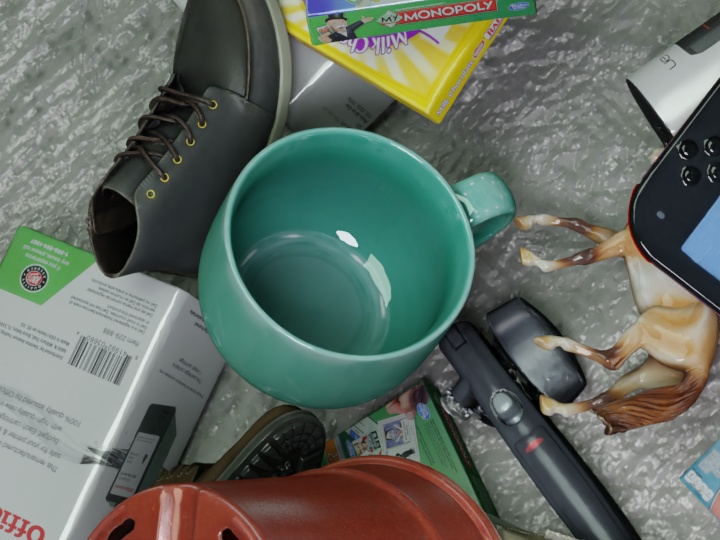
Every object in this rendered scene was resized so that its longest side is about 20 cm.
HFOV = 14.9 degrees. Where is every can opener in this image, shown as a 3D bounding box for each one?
[{"bbox_3d":[0.110,0.104,1.622,0.079,0.063,0.200,-40,59,17],"label":"can opener"}]

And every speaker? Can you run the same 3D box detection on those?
[{"bbox_3d":[0.256,-0.135,1.612,0.200,0.081,0.081,-35,59,2],"label":"speaker"}]

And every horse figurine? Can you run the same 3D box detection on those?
[{"bbox_3d":[0.164,0.017,1.625,0.132,0.050,0.200,-6,56,1],"label":"horse figurine"}]

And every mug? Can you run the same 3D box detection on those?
[{"bbox_3d":[-0.005,0.008,1.644,0.185,0.114,0.152,11,63,-13],"label":"mug"}]

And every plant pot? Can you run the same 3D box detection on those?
[{"bbox_3d":[-0.046,0.193,1.488,0.200,0.195,0.201,-6,80,33],"label":"plant pot"}]

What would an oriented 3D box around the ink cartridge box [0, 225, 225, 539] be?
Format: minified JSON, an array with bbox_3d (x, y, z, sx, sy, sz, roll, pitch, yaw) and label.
[{"bbox_3d":[-0.191,0.092,1.769,0.146,0.084,0.200,21,82,32],"label":"ink cartridge box"}]

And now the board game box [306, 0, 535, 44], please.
[{"bbox_3d":[0.030,-0.229,1.662,0.134,0.029,0.200,-8,54,4],"label":"board game box"}]

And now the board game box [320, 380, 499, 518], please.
[{"bbox_3d":[0.026,0.184,1.657,0.134,0.029,0.200,-32,60,14],"label":"board game box"}]

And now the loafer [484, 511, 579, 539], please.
[{"bbox_3d":[0.098,0.183,1.555,0.200,0.070,0.075,11,94,32],"label":"loafer"}]

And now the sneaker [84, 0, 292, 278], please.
[{"bbox_3d":[-0.106,-0.090,1.686,0.075,0.106,0.201,18,110,41],"label":"sneaker"}]

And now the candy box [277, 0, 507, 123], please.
[{"bbox_3d":[-0.003,-0.179,1.694,0.200,0.026,0.102,32,91,28],"label":"candy box"}]

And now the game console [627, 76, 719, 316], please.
[{"bbox_3d":[0.270,-0.033,1.558,0.200,0.031,0.177,38,92,0],"label":"game console"}]

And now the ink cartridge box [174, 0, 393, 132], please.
[{"bbox_3d":[-0.006,-0.195,1.773,0.200,0.084,0.146,-45,59,6],"label":"ink cartridge box"}]

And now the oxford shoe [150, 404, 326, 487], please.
[{"bbox_3d":[-0.096,0.141,1.684,0.200,0.073,0.085,-48,49,27],"label":"oxford shoe"}]

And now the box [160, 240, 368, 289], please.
[{"bbox_3d":[-0.076,-0.013,1.776,0.200,0.041,0.039,9,77,29],"label":"box"}]

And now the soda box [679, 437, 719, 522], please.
[{"bbox_3d":[0.268,0.166,1.514,0.064,0.068,0.200,-46,57,5],"label":"soda box"}]
